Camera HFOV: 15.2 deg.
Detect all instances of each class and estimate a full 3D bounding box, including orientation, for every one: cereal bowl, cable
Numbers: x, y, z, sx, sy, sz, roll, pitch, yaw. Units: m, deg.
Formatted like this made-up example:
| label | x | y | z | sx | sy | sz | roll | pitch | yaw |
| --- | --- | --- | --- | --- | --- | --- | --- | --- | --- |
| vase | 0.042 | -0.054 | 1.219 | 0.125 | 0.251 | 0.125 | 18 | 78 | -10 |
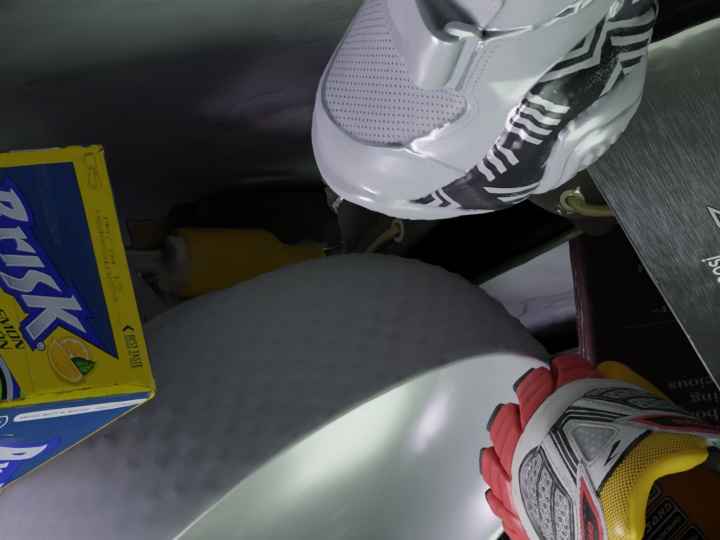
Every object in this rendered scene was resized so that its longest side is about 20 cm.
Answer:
| label | x | y | z | sx | sy | sz | roll | pitch | yaw |
| --- | --- | --- | --- | --- | --- | --- | --- | --- | --- |
| cereal bowl | -0.039 | 0.066 | 0.817 | 0.200 | 0.083 | 0.200 | -33 | 155 | -17 |
| cable | 0.000 | 0.000 | 0.939 | 0.199 | 0.051 | 0.097 | -3 | 162 | -15 |

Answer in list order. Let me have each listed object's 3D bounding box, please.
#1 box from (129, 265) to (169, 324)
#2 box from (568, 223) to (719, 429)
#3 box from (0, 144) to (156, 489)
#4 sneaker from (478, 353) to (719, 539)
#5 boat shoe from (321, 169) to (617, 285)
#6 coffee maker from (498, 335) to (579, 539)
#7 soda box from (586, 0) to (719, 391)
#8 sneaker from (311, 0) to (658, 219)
| label | x | y | z | sx | sy | sz | roll | pitch | yaw |
| --- | --- | --- | --- | --- | --- | --- | --- | --- | --- |
| box | -0.111 | 0.075 | 0.924 | 0.155 | 0.041 | 0.200 | -21 | 137 | 16 |
| box | 0.169 | 0.088 | 0.965 | 0.163 | 0.200 | 0.166 | -7 | 129 | 3 |
| box | -0.130 | 0.030 | 0.741 | 0.064 | 0.070 | 0.200 | -6 | 166 | -31 |
| sneaker | 0.120 | 0.106 | 0.786 | 0.200 | 0.078 | 0.082 | 38 | 176 | -24 |
| boat shoe | 0.066 | -0.038 | 0.809 | 0.072 | 0.061 | 0.201 | 6 | 160 | -42 |
| coffee maker | 0.034 | 0.097 | 1.246 | 0.199 | 0.135 | 0.192 | -9 | -171 | 7 |
| soda box | 0.099 | -0.032 | 0.704 | 0.063 | 0.071 | 0.200 | -20 | 144 | 13 |
| sneaker | 0.022 | -0.084 | 0.533 | 0.115 | 0.075 | 0.200 | 17 | 144 | -30 |
